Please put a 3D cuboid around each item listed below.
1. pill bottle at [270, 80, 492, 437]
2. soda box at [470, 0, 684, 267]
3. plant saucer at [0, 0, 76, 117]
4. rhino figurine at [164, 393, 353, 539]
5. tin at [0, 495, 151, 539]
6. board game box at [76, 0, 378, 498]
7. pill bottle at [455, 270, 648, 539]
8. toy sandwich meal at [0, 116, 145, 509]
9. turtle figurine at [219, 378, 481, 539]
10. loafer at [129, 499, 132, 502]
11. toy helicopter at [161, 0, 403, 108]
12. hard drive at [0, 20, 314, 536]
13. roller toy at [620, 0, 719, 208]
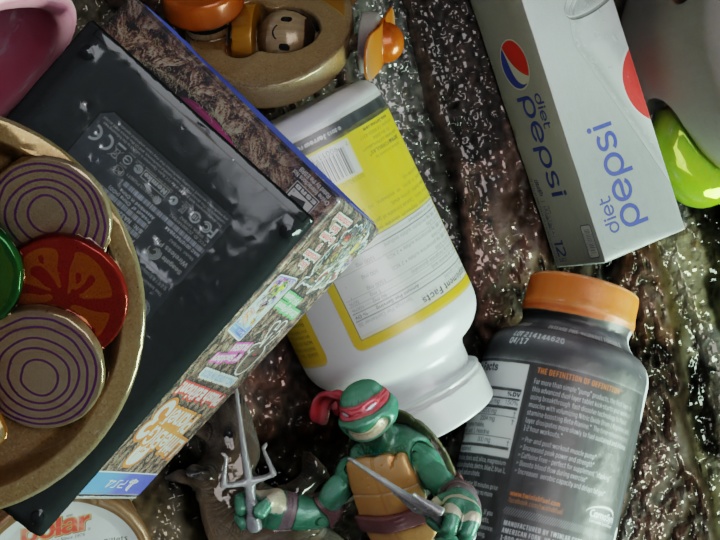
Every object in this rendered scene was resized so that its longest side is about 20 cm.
[{"bbox_3d":[0.000,0.000,0.986,0.111,0.112,0.201,-29,99,-21],"label":"pill bottle"},{"bbox_3d":[0.137,-0.108,1.075,0.068,0.063,0.202,-20,95,-23],"label":"soda box"},{"bbox_3d":[-0.228,-0.087,0.783,0.200,0.201,0.051,-33,84,-21],"label":"plant saucer"},{"bbox_3d":[-0.044,0.149,0.988,0.087,0.060,0.200,-44,102,-19],"label":"rhino figurine"},{"bbox_3d":[-0.163,0.204,0.914,0.111,0.042,0.202,-10,110,-27],"label":"tin"},{"bbox_3d":[-0.119,-0.008,0.879,0.159,0.097,0.200,43,93,14],"label":"board game box"},{"bbox_3d":[0.116,0.104,1.032,0.105,0.106,0.202,18,80,-21],"label":"pill bottle"},{"bbox_3d":[-0.191,0.027,0.727,0.203,0.070,0.207,-2,101,-9],"label":"toy sandwich meal"},{"bbox_3d":[0.018,0.134,0.922,0.101,0.149,0.201,-39,111,-45],"label":"turtle figurine"},{"bbox_3d":[-0.149,0.095,0.944,0.071,0.063,0.202,27,77,-20],"label":"loafer"},{"bbox_3d":[-0.015,-0.160,0.991,0.200,0.131,0.079,-48,146,-35],"label":"toy helicopter"},{"bbox_3d":[-0.138,0.006,0.787,0.139,0.033,0.200,41,92,-11],"label":"hard drive"},{"bbox_3d":[0.273,-0.147,1.094,0.181,0.140,0.202,-5,88,-23],"label":"roller toy"}]
